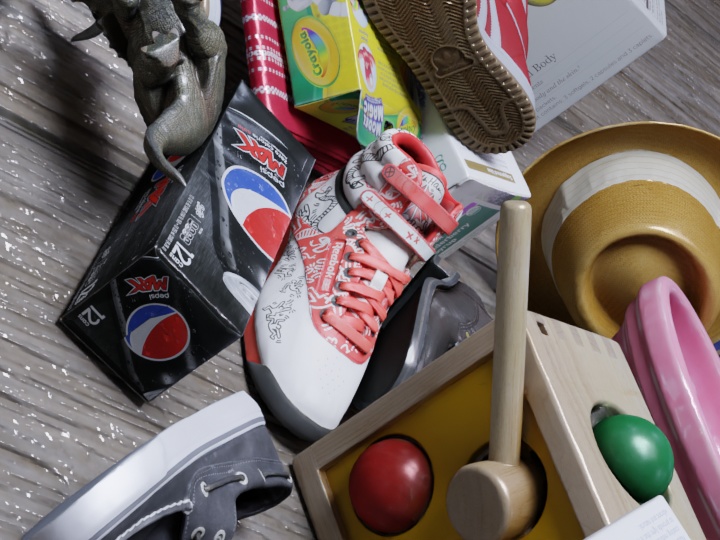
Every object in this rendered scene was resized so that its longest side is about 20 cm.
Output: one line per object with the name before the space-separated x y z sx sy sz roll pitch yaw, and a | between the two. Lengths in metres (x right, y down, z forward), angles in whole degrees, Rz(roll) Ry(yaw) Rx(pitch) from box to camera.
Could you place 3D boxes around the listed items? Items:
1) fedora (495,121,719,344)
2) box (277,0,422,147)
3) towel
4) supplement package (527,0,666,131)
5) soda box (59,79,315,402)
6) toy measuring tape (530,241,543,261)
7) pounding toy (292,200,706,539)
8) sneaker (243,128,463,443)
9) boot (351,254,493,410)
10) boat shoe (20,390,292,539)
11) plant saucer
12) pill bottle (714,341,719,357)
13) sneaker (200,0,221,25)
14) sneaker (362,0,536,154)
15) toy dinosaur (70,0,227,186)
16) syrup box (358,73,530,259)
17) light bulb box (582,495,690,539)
fedora | 0.181 0.001 1.422 0.201 0.201 0.082 40 28 -27
box | -0.011 -0.161 1.325 0.117 0.048 0.200 19 58 -69
towel | -0.045 -0.161 1.330 0.145 0.022 0.200 22 58 -68
supplement package | 0.100 -0.230 1.611 0.200 0.152 0.151 42 29 -23
soda box | -0.083 -0.019 1.135 0.063 0.071 0.200 47 26 -16
toy measuring tape | 0.069 -0.097 1.493 0.074 0.074 0.200 14 46 -54
pounding toy | 0.073 0.104 1.099 0.142 0.200 0.184 18 43 -50
sneaker | -0.001 -0.001 1.210 0.067 0.108 0.201 42 28 -23
boot | 0.089 0.075 1.269 0.174 0.069 0.200 39 22 -3
boat shoe | -0.083 0.110 0.992 0.066 0.070 0.200 54 18 3
plant saucer | 0.199 0.104 1.321 0.201 0.051 0.201 60 16 -29
pill bottle | 0.300 0.072 1.627 0.112 0.112 0.200 50 25 -9
sneaker | -0.096 -0.193 1.330 0.108 0.070 0.200 23 37 -45
sneaker | 0.050 -0.175 1.334 0.113 0.071 0.200 -89 157 -45
toy dinosaur | -0.096 -0.111 1.135 0.102 0.077 0.200 81 -16 -52
syrup box | 0.023 -0.112 1.421 0.081 0.079 0.200 12 48 -55
light bulb box | 0.093 0.240 0.969 0.200 0.198 0.125 57 28 9
